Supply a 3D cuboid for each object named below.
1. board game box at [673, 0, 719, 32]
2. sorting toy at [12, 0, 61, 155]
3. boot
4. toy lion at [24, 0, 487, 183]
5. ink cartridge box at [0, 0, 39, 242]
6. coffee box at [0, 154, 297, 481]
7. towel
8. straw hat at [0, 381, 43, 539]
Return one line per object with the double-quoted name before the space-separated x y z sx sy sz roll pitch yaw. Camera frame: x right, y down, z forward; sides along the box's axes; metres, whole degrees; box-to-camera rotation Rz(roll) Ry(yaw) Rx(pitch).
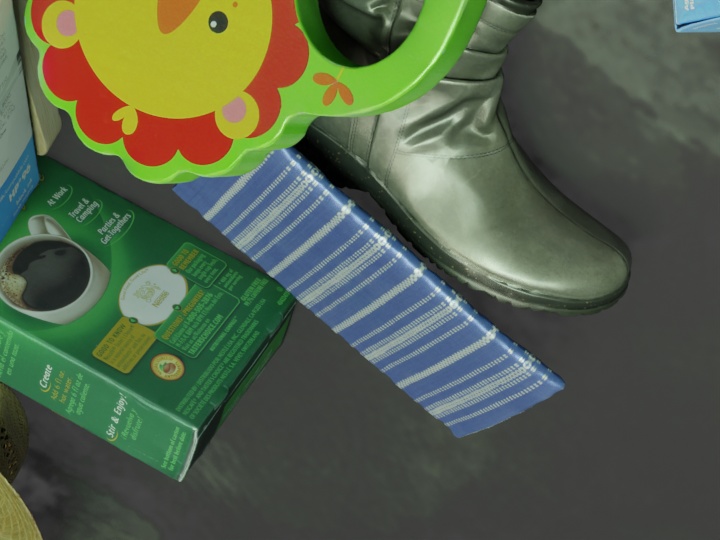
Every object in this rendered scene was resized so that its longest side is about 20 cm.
"board game box" 0.183 -0.174 0.854 0.200 0.036 0.152 -4 89 58
"sorting toy" -0.237 -0.167 1.118 0.198 0.070 0.200 16 145 19
"boot" 0.051 -0.074 1.062 0.200 0.068 0.131 32 127 8
"toy lion" -0.046 -0.123 1.022 0.199 0.069 0.192 22 101 19
"ink cartridge box" -0.218 -0.098 1.071 0.116 0.068 0.200 20 147 12
"coffee box" -0.144 0.011 1.183 0.200 0.123 0.044 28 132 7
"towel" 0.000 0.000 1.123 0.200 0.024 0.145 41 161 -4
"straw hat" -0.228 0.099 1.306 0.201 0.085 0.201 22 140 20
